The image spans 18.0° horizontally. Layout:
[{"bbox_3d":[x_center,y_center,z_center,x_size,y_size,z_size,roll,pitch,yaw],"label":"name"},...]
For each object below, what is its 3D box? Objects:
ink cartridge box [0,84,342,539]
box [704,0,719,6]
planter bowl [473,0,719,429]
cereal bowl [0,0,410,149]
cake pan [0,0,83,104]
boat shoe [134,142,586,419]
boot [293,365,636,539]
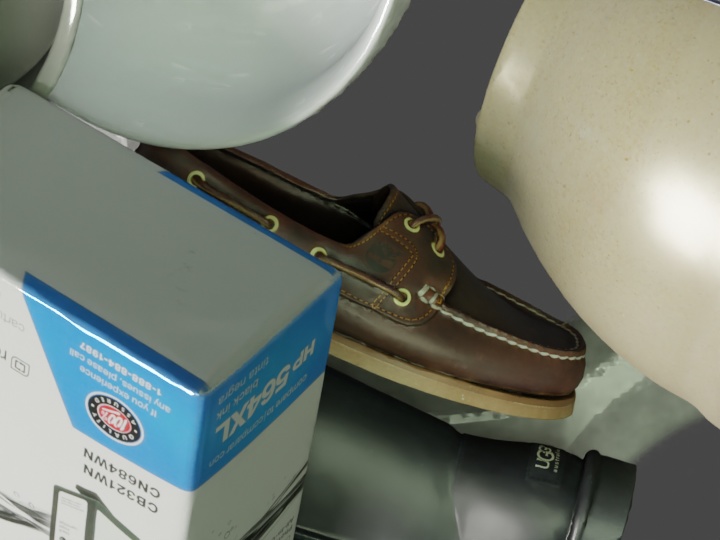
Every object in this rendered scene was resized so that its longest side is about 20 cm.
[{"bbox_3d":[-0.098,0.059,0.805,0.145,0.084,0.201,29,134,19],"label":"ink cartridge box"},{"bbox_3d":[0.128,-0.191,0.761,0.147,0.200,0.105,23,135,17],"label":"box"},{"bbox_3d":[0.125,-0.059,0.836,0.134,0.200,0.202,27,99,15],"label":"planter bowl"},{"bbox_3d":[-0.058,-0.151,0.817,0.198,0.083,0.202,11,119,21],"label":"cereal bowl"},{"bbox_3d":[-0.179,-0.132,0.807,0.199,0.037,0.202,10,118,19],"label":"cake pan"},{"bbox_3d":[0.000,0.000,0.881,0.198,0.070,0.071,18,102,-10],"label":"boat shoe"},{"bbox_3d":[0.007,0.134,0.911,0.167,0.077,0.202,17,118,5],"label":"boot"}]
